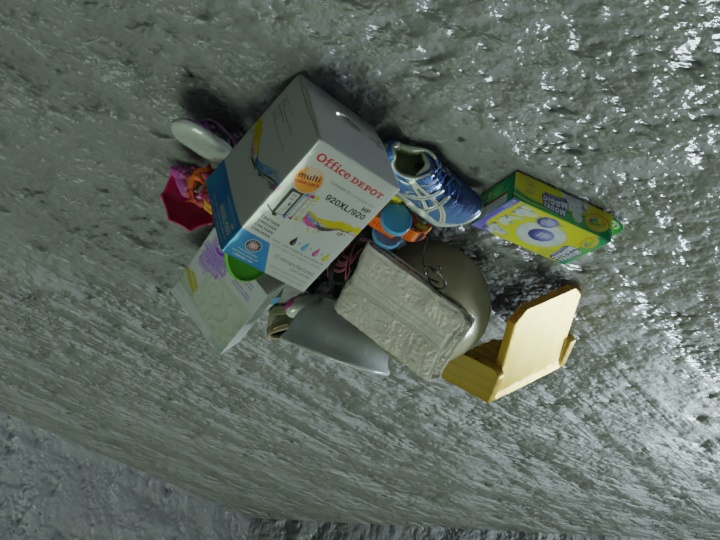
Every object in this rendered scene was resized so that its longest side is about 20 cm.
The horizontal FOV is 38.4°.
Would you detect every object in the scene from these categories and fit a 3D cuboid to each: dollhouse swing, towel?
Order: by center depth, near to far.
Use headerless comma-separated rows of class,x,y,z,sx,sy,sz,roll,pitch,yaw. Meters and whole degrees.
towel,0.062,0.064,1.536,0.198,0.034,0.134,35,118,9
dollhouse swing,0.252,0.098,1.753,0.197,0.179,0.180,-19,-151,-35

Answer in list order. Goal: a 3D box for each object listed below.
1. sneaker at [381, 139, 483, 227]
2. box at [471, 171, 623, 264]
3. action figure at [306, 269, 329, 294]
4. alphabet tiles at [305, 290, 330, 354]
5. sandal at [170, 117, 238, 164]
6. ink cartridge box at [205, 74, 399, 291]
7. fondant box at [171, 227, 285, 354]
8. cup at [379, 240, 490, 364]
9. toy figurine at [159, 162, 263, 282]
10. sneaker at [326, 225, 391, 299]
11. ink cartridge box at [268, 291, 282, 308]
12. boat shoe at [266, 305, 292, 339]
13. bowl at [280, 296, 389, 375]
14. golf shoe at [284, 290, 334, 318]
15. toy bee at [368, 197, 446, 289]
sneaker,0.091,-0.118,1.416,0.197,0.077,0.077,21,159,-25
box,0.271,-0.067,1.488,0.197,0.049,0.117,19,155,-21
action figure,-0.060,0.003,1.765,0.129,0.071,0.198,-19,146,40
alphabet tiles,-0.035,0.103,1.951,0.163,0.006,0.201,4,141,-17
sandal,-0.201,-0.184,1.442,0.081,0.051,0.202,14,172,20
ink cartridge box,-0.076,-0.110,1.327,0.146,0.146,0.200,27,118,-36
fondant box,-0.225,0.027,1.743,0.145,0.058,0.200,50,133,8
cup,0.092,0.071,1.627,0.196,0.205,0.143,0,-162,24
toy figurine,-0.222,-0.101,1.518,0.182,0.151,0.201,24,158,27
sneaker,0.000,0.000,1.638,0.077,0.097,0.201,7,141,-19
ink cartridge box,-0.224,0.034,1.902,0.114,0.068,0.200,20,155,-19
boat shoe,-0.093,0.107,2.007,0.196,0.066,0.072,-1,154,23
bowl,-0.030,0.102,1.737,0.197,0.092,0.201,20,180,0
golf shoe,-0.040,0.091,1.850,0.196,0.093,0.076,7,150,-18
toy bee,0.064,-0.078,1.516,0.201,0.109,0.130,48,152,-16
